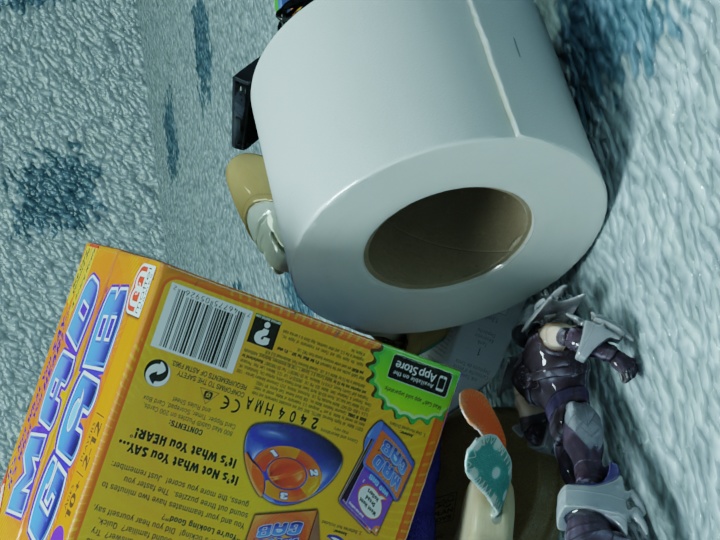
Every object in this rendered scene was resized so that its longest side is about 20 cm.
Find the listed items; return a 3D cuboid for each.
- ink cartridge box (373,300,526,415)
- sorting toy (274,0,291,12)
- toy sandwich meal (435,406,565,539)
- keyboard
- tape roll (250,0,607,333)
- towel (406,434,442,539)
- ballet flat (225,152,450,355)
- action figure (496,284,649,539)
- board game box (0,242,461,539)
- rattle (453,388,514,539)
[{"bbox_3d":[0.048,0.075,1.098,0.161,0.050,0.202,-147,76,-71],"label":"ink cartridge box"},{"bbox_3d":[-0.068,-0.292,1.591,0.185,0.036,0.202,115,147,-63],"label":"sorting toy"},{"bbox_3d":[0.076,0.183,1.038,0.070,0.205,0.206,43,-170,-31],"label":"toy sandwich meal"},{"bbox_3d":[-0.025,-0.172,1.007,0.040,0.200,0.104,37,146,16],"label":"keyboard"},{"bbox_3d":[0.040,-0.072,0.921,0.203,0.201,0.140,105,155,-53],"label":"tape roll"},{"bbox_3d":[0.004,0.181,0.955,0.148,0.049,0.202,125,156,-52],"label":"towel"},{"bbox_3d":[-0.025,-0.010,1.017,0.199,0.063,0.069,34,136,11],"label":"ballet flat"},{"bbox_3d":[0.132,0.097,0.898,0.131,0.069,0.201,93,169,-54],"label":"action figure"},{"bbox_3d":[-0.092,0.114,0.914,0.200,0.199,0.202,10,80,67],"label":"board game box"},{"bbox_3d":[0.112,0.182,0.875,0.130,0.141,0.202,-11,-68,-76],"label":"rattle"}]
